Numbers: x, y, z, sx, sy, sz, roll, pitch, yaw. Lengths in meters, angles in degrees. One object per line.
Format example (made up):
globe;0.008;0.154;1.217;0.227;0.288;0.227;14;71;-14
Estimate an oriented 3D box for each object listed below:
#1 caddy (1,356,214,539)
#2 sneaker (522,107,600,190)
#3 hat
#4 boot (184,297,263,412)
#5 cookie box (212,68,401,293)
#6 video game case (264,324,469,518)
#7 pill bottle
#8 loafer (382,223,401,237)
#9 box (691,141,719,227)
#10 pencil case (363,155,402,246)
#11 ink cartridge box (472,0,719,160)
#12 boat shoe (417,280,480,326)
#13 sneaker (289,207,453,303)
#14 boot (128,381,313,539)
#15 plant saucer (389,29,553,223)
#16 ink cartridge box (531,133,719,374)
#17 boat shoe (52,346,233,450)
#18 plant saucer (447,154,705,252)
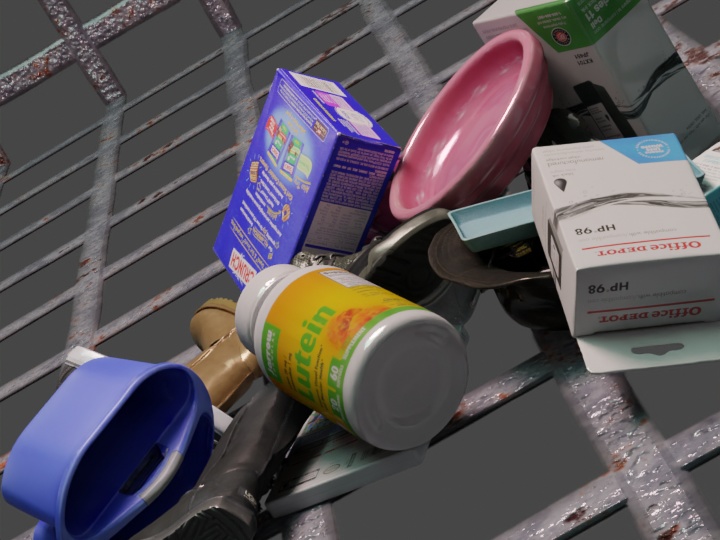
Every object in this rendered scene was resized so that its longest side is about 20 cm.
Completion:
caddy;-0.198;0.163;1.612;0.105;0.141;0.200;10;49;35
sneaker;0.206;-0.069;1.720;0.080;0.086;0.200;-19;35;-14
hat;0.155;0.002;1.569;0.201;0.081;0.201;-11;21;4
boot;-0.172;0.110;1.866;0.200;0.066;0.175;-42;20;-26
cookie box;-0.055;-0.066;1.853;0.200;0.075;0.171;-68;30;19
video game case;0.009;0.122;1.610;0.143;0.018;0.200;-24;19;25
pill bottle;-0.015;0.060;1.544;0.111;0.111;0.200;-38;33;-19
loafer;0.012;0.017;1.809;0.063;0.072;0.200;-16;26;51
box;0.326;-0.084;1.591;0.200;0.049;0.082;-35;18;-10
pencil case;-0.010;-0.054;1.934;0.094;0.091;0.200;-15;-4;-31
ink cartridge box;0.216;-0.175;1.774;0.083;0.200;0.147;-44;20;-26
boat shoe;0.088;-0.017;1.771;0.070;0.072;0.201;-31;23;30
sneaker;0.000;0.000;1.685;0.199;0.076;0.114;-47;42;20
boot;-0.125;0.180;1.567;0.165;0.066;0.200;-30;19;25
plant saucer;0.104;-0.118;1.719;0.201;0.051;0.201;-49;19;24
ink cartridge box;0.201;-0.016;1.431;0.116;0.067;0.200;-6;37;-5
boat shoe;-0.190;0.132;1.738;0.200;0.070;0.066;23;76;19
plant saucer;0.173;-0.055;1.563;0.200;0.019;0.070;-14;21;-3
